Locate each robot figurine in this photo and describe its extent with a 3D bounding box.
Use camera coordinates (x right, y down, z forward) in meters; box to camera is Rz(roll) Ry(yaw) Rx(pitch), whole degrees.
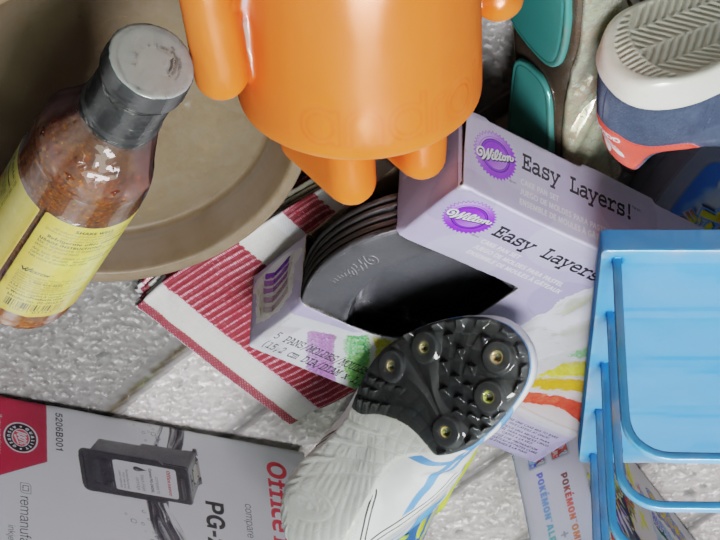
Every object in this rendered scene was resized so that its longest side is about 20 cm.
[{"bbox_3d":[-0.002,-0.131,1.168,0.144,0.117,0.200,2,126,8],"label":"robot figurine"}]

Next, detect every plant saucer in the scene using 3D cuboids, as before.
[{"bbox_3d":[-0.124,-0.074,1.272,0.200,0.029,0.200,-4,133,-4],"label":"plant saucer"}]

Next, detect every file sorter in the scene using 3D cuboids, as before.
[{"bbox_3d":[0.182,0.084,1.260,0.139,0.123,0.200,-1,146,1],"label":"file sorter"}]

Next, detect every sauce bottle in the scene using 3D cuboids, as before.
[{"bbox_3d":[-0.129,-0.043,1.207,0.066,0.066,0.200,15,146,-21],"label":"sauce bottle"}]

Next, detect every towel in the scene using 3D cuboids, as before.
[{"bbox_3d":[0.000,0.000,1.367,0.200,0.023,0.144,-30,132,22],"label":"towel"}]

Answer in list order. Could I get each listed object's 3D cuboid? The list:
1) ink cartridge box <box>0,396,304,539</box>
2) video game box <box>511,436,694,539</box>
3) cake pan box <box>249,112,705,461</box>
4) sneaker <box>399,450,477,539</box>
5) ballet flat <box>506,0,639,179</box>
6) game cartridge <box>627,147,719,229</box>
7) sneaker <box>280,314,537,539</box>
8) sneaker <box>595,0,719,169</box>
[{"bbox_3d":[-0.126,0.157,1.413,0.200,0.145,0.083,11,129,-17],"label":"ink cartridge box"},{"bbox_3d":[0.152,0.180,1.448,0.047,0.182,0.200,-27,131,14],"label":"video game box"},{"bbox_3d":[0.068,0.012,1.313,0.200,0.052,0.184,25,138,-29],"label":"cake pan box"},{"bbox_3d":[0.016,0.145,1.449,0.076,0.105,0.200,14,131,-20],"label":"sneaker"},{"bbox_3d":[0.104,-0.111,1.255,0.062,0.067,0.200,-23,143,-20],"label":"ballet flat"},{"bbox_3d":[0.202,-0.023,1.361,0.133,0.040,0.200,15,130,-16],"label":"game cartridge"},{"bbox_3d":[0.030,0.082,1.330,0.072,0.072,0.200,-14,156,-43],"label":"sneaker"},{"bbox_3d":[0.199,-0.101,1.244,0.200,0.075,0.085,-15,143,-16],"label":"sneaker"}]
